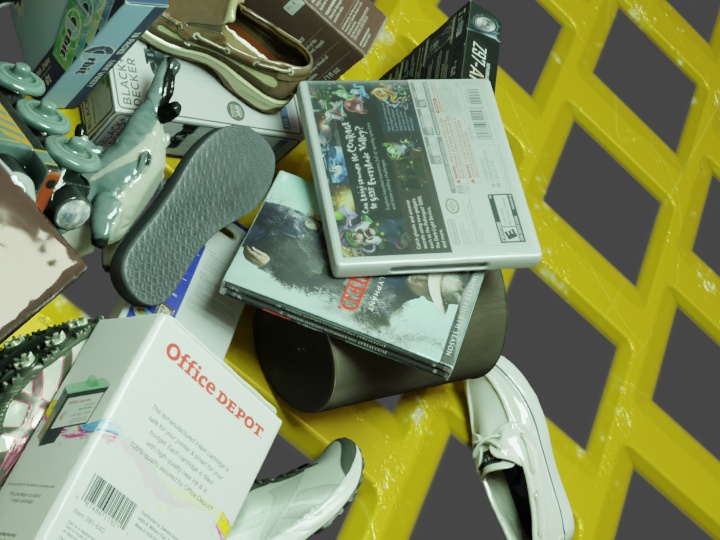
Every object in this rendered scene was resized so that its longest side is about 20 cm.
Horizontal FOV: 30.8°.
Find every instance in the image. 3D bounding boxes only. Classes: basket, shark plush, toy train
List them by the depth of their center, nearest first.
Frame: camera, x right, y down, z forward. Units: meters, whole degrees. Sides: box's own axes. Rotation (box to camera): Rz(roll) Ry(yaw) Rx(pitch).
[{"bbox_3d":[-0.282,-0.100,0.998,0.114,0.085,0.200,6,33,-47],"label":"toy train"},{"bbox_3d":[-0.204,-0.092,1.062,0.083,0.091,0.201,28,87,4],"label":"shark plush"},{"bbox_3d":[0.015,0.044,1.172,0.200,0.136,0.181,-21,106,-38],"label":"basket"}]

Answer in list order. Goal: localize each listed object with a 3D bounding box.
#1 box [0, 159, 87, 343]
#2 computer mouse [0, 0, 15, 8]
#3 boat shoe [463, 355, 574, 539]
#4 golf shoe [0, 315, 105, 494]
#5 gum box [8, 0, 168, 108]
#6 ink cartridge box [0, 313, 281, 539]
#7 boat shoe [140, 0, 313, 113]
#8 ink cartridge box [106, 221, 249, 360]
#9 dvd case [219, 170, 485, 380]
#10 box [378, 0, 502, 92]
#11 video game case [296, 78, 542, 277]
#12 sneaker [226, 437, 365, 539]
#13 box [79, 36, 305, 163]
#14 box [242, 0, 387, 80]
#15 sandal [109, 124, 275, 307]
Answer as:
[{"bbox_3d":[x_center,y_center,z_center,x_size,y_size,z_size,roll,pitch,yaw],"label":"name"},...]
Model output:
[{"bbox_3d":[-0.328,0.016,0.867,0.166,0.164,0.200,51,50,-7],"label":"box"},{"bbox_3d":[-0.343,-0.259,1.055,0.199,0.046,0.141,-27,85,-8],"label":"computer mouse"},{"bbox_3d":[0.138,0.177,1.246,0.066,0.072,0.201,-13,84,-47],"label":"boat shoe"},{"bbox_3d":[-0.254,0.108,0.969,0.200,0.077,0.088,-46,120,-42],"label":"golf shoe"},{"bbox_3d":[-0.243,-0.264,1.095,0.044,0.170,0.201,-6,72,-42],"label":"gum box"},{"bbox_3d":[-0.164,0.152,0.950,0.145,0.084,0.200,47,54,-34],"label":"ink cartridge box"},{"bbox_3d":[-0.129,-0.221,1.148,0.202,0.075,0.075,29,51,-24],"label":"boat shoe"},{"bbox_3d":[-0.152,0.031,1.103,0.099,0.039,0.200,35,51,-20],"label":"ink cartridge box"},{"bbox_3d":[0.000,0.000,1.097,0.199,0.022,0.146,22,47,2],"label":"dvd case"},{"bbox_3d":[0.066,-0.146,1.294,0.043,0.160,0.201,27,52,-24],"label":"box"},{"bbox_3d":[0.048,-0.085,1.137,0.181,0.023,0.201,-3,57,-15],"label":"video game case"},{"bbox_3d":[-0.067,0.191,1.065,0.079,0.074,0.200,50,46,0],"label":"sneaker"},{"bbox_3d":[-0.156,-0.166,1.191,0.199,0.060,0.117,5,63,-37],"label":"box"},{"bbox_3d":[-0.083,-0.269,1.279,0.200,0.100,0.075,40,48,-15],"label":"box"},{"bbox_3d":[-0.145,-0.053,1.093,0.200,0.043,0.076,-50,120,-33],"label":"sandal"}]
